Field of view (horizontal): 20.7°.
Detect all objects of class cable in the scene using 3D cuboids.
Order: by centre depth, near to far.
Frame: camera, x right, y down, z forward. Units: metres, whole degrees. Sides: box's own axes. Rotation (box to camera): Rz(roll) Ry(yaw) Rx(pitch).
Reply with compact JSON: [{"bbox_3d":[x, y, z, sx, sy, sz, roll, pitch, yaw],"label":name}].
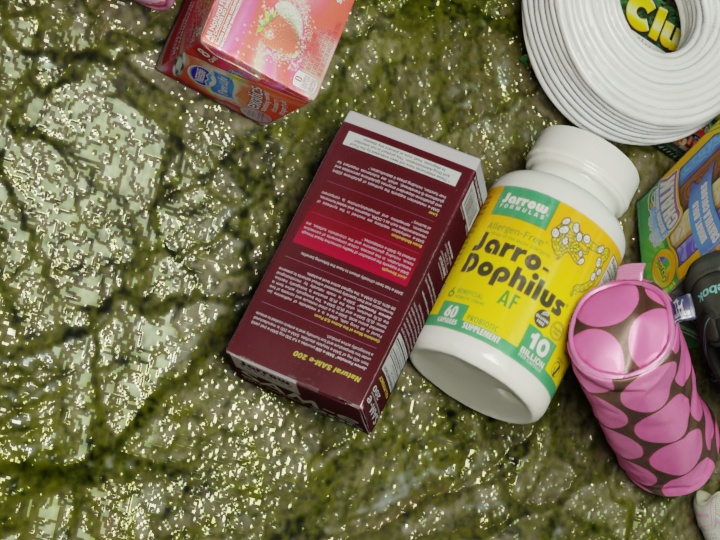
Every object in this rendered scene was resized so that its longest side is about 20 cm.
[{"bbox_3d":[0.220,-0.197,1.503,0.198,0.069,0.202,10,79,-23],"label":"cable"}]

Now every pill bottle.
[{"bbox_3d":[0.125,0.000,1.437,0.112,0.113,0.201,35,71,-17],"label":"pill bottle"}]

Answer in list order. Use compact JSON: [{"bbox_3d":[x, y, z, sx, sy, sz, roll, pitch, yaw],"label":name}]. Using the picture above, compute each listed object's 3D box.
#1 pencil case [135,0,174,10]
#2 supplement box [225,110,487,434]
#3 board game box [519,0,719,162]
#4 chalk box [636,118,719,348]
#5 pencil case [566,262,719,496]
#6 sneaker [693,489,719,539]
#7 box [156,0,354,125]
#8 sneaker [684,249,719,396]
[{"bbox_3d":[-0.135,-0.282,1.368,0.087,0.087,0.201,26,75,-20],"label":"pencil case"},{"bbox_3d":[0.000,0.000,1.382,0.108,0.061,0.201,22,72,17],"label":"supplement box"},{"bbox_3d":[0.226,-0.160,1.553,0.199,0.023,0.105,30,70,-19],"label":"board game box"},{"bbox_3d":[0.291,-0.019,1.491,0.124,0.200,0.125,26,41,-21],"label":"chalk box"},{"bbox_3d":[0.211,0.083,1.435,0.090,0.200,0.094,-6,56,15],"label":"pencil case"},{"bbox_3d":[0.339,0.161,1.533,0.200,0.081,0.089,-36,100,-24],"label":"sneaker"},{"bbox_3d":[-0.055,-0.216,1.387,0.095,0.100,0.201,26,74,-20],"label":"box"},{"bbox_3d":[0.284,0.074,1.443,0.200,0.075,0.080,54,25,-41],"label":"sneaker"}]
